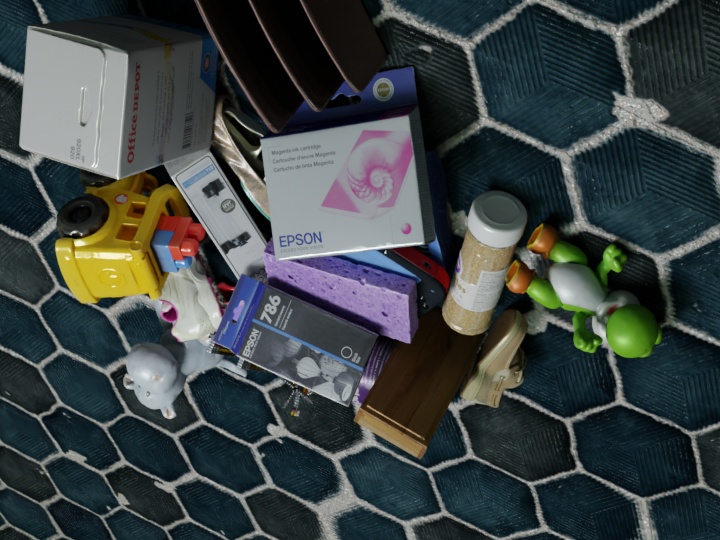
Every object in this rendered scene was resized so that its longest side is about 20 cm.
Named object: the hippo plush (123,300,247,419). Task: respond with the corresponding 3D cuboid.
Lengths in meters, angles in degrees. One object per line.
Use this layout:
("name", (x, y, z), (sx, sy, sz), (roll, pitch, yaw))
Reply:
("hippo plush", (-0.287, 0.116, 1.843), (0.159, 0.161, 0.201), (40, 160, 21))

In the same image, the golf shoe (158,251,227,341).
("golf shoe", (-0.252, 0.014, 1.736), (0.201, 0.091, 0.076), (58, 179, 38))

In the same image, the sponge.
("sponge", (-0.024, 0.025, 1.566), (0.198, 0.030, 0.112), (18, 150, 16))

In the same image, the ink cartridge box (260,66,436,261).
("ink cartridge box", (-0.020, -0.120, 1.435), (0.194, 0.043, 0.203), (-7, 94, 26))

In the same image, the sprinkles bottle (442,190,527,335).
("sprinkles bottle", (0.149, -0.006, 1.519), (0.068, 0.069, 0.201), (24, 140, 11))

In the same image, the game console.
("game console", (0.000, 0.000, 1.559), (0.199, 0.031, 0.177), (33, 144, -10))

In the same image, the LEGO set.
("LEGO set", (-0.107, 0.084, 1.648), (0.199, 0.155, 0.116), (33, -175, 22))

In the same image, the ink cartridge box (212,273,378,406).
("ink cartridge box", (-0.084, 0.087, 1.579), (0.198, 0.100, 0.039), (23, 180, 5))

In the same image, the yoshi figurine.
("yoshi figurine", (0.273, 0.035, 1.449), (0.199, 0.112, 0.113), (34, 135, -5))

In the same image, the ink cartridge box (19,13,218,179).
("ink cartridge box", (-0.280, -0.211, 1.465), (0.143, 0.200, 0.149), (16, 110, 21))

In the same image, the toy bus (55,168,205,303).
("toy bus", (-0.293, -0.061, 1.685), (0.189, 0.202, 0.137), (1, 139, 15))

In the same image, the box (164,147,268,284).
("box", (-0.182, -0.076, 1.635), (0.201, 0.060, 0.117), (59, 176, -29))

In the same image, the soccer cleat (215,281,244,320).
("soccer cleat", (-0.130, 0.043, 1.767), (0.199, 0.067, 0.077), (-10, 120, 43))

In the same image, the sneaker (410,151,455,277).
("sneaker", (0.065, -0.063, 1.517), (0.077, 0.071, 0.201), (7, 136, 19))

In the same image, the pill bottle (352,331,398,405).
("pill bottle", (0.027, 0.135, 1.712), (0.198, 0.112, 0.112), (14, 137, 23))

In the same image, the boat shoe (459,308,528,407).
("boat shoe", (0.188, 0.117, 1.624), (0.064, 0.072, 0.201), (24, 149, 1))

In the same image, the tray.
("tray", (0.079, 0.136, 1.607), (0.098, 0.201, 0.037), (29, 140, 5))

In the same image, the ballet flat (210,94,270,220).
("ballet flat", (-0.133, -0.140, 1.582), (0.067, 0.068, 0.200), (-31, 112, 26))

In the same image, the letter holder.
("letter holder", (-0.078, -0.268, 1.347), (0.100, 0.143, 0.201), (-5, 127, 38))
